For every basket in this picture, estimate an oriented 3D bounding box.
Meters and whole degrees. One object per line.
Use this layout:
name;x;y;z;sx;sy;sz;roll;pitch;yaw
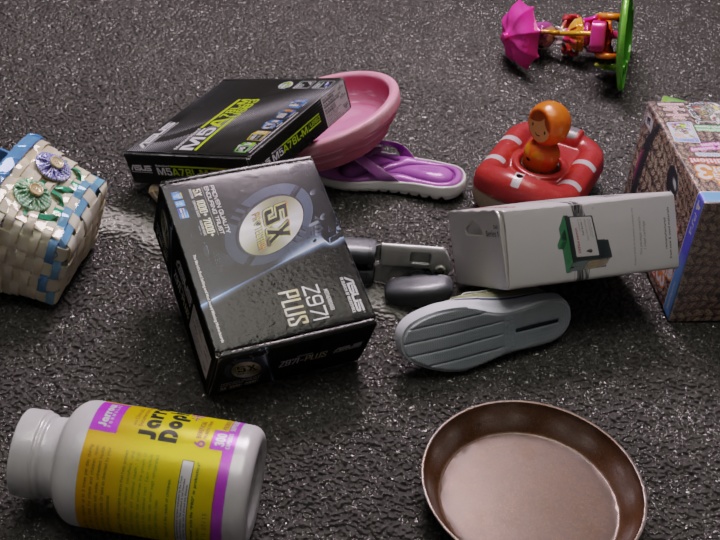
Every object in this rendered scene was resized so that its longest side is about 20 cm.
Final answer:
basket;-0.374;-0.067;1.176;0.198;0.140;0.177;17;39;-2

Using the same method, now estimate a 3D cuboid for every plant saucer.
plant saucer;0.150;0.197;1.005;0.198;0.035;0.201;4;38;-3
plant saucer;-0.044;-0.178;1.392;0.199;0.051;0.201;-14;31;9

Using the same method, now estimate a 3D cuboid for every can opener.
can opener;0.000;0.000;1.215;0.198;0.054;0.067;3;38;-2

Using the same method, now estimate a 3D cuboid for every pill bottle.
pill bottle;-0.183;0.165;0.941;0.198;0.105;0.105;8;38;3

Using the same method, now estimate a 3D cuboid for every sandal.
sandal;0.030;-0.133;1.387;0.201;0.050;0.083;7;38;2

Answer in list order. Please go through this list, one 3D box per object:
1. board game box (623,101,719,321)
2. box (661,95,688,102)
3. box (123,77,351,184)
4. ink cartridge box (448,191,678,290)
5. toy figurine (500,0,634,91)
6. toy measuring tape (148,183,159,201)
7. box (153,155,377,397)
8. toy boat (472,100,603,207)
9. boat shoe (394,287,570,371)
board game box;0.375;-0.068;1.265;0.096;0.160;0.201;0;38;-7
box;0.443;-0.152;1.481;0.143;0.037;0.200;18;41;14
box;-0.141;-0.163;1.326;0.192;0.048;0.200;9;38;34
ink cartridge box;0.211;-0.033;1.209;0.198;0.085;0.146;-7;4;-16
toy figurine;0.295;-0.343;1.644;0.183;0.151;0.200;6;15;15
toy measuring tape;-0.167;-0.059;1.254;0.073;0.074;0.200;-17;38;-26
box;-0.098;0.002;1.120;0.163;0.086;0.201;-11;63;-21
toy boat;0.216;-0.140;1.355;0.130;0.131;0.200;20;40;18
boat shoe;0.119;0.055;1.163;0.199;0.073;0.062;-6;20;-25
